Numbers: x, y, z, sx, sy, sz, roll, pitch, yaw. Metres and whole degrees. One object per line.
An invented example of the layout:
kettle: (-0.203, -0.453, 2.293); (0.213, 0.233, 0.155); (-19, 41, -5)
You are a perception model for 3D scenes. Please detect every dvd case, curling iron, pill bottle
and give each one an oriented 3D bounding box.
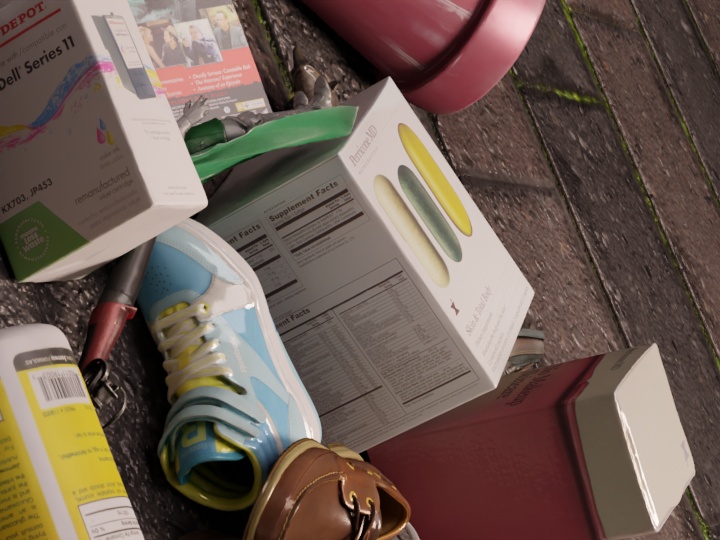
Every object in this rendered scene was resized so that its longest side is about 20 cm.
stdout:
dvd case: (-0.151, -0.174, 1.442); (0.146, 0.022, 0.200); (-15, 81, -35)
curling iron: (-0.147, 0.026, 1.275); (0.026, 0.050, 0.200); (46, 39, -30)
pill bottle: (-0.174, 0.138, 1.074); (0.112, 0.112, 0.200); (-1, 67, -62)

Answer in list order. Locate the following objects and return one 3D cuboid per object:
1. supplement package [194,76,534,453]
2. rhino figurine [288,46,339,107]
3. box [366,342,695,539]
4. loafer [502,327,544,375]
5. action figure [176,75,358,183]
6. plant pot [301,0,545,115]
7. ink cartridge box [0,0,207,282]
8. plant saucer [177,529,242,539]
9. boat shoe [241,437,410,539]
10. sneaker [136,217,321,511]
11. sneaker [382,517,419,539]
supplement package: (0.000, 0.000, 1.484); (0.200, 0.151, 0.152); (55, 27, -14)
rhino figurine: (-0.016, -0.089, 1.644); (0.200, 0.060, 0.087); (66, 7, 9)
box: (0.126, 0.138, 1.510); (0.128, 0.200, 0.109); (-35, 109, -64)
loafer: (0.084, 0.078, 1.680); (0.200, 0.072, 0.063); (3, 82, -53)
action figure: (-0.113, -0.080, 1.370); (0.200, 0.118, 0.055); (-20, 86, -25)
plant pot: (0.039, -0.261, 1.787); (0.179, 0.200, 0.200); (26, 41, -29)
ink cartridge box: (-0.189, -0.106, 1.278); (0.067, 0.117, 0.200); (-3, 68, -62)
plant saucer: (-0.056, 0.250, 1.279); (0.200, 0.032, 0.200); (43, 31, -33)
boat shoe: (-0.017, 0.152, 1.330); (0.067, 0.072, 0.200); (25, 5, 16)
sneaker: (-0.103, 0.063, 1.319); (0.200, 0.079, 0.131); (58, 25, -7)
sneaker: (0.023, 0.259, 1.394); (0.201, 0.074, 0.118); (-111, -172, -53)
